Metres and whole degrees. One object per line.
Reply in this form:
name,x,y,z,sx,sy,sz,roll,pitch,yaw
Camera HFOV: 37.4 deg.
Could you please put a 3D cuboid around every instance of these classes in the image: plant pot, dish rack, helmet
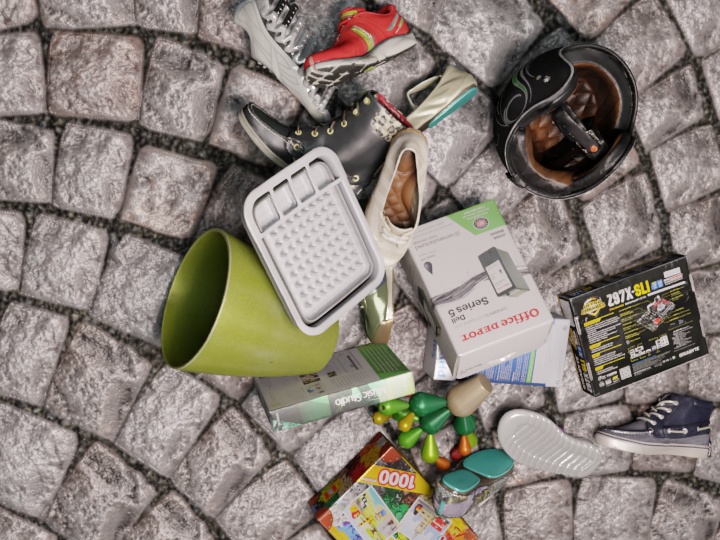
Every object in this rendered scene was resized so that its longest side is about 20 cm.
plant pot,-0.133,0.065,1.409,0.198,0.187,0.189,20,94,-30
dish rack,-0.064,-0.037,1.350,0.171,0.043,0.202,-39,111,-36
helmet,0.278,-0.207,1.445,0.198,0.191,0.202,7,125,10

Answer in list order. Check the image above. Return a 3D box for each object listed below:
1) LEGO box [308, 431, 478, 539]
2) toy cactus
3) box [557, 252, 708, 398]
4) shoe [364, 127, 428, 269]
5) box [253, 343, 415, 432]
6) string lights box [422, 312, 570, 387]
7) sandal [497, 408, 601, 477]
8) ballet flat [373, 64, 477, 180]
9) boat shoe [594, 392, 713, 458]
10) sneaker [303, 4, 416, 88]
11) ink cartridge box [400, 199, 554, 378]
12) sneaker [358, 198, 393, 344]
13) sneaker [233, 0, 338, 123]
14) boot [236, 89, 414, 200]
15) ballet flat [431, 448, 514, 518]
LEGO box,0.047,0.360,1.536,0.149,0.077,0.200,-44,105,-4
toy cactus,0.118,0.197,1.501,0.199,0.103,0.165,35,121,-28
box,0.411,0.081,1.594,0.198,0.049,0.161,-20,100,-9
shoe,0.044,-0.085,1.385,0.069,0.054,0.202,7,119,-8
box,-0.039,0.155,1.449,0.198,0.144,0.037,-15,107,-10
string lights box,0.197,0.108,1.542,0.198,0.059,0.104,5,97,-14
sandal,0.275,0.257,1.592,0.202,0.050,0.083,31,106,-28
ballet flat,0.073,-0.209,1.467,0.200,0.069,0.070,-42,105,-6
boat shoe,0.448,0.230,1.620,0.198,0.075,0.094,7,90,-22
sneaker,-0.012,-0.301,1.400,0.199,0.077,0.086,-32,96,-43
ink cartridge box,0.156,0.025,1.454,0.144,0.084,0.201,-20,65,-10
sneaker,0.000,0.000,1.477,0.089,0.067,0.203,3,93,-13
sneaker,-0.095,-0.282,1.412,0.080,0.075,0.201,-13,123,31
boot,-0.044,-0.189,1.390,0.203,0.074,0.154,38,112,-19
ballet flat,0.157,0.309,1.522,0.071,0.200,0.073,4,97,32
